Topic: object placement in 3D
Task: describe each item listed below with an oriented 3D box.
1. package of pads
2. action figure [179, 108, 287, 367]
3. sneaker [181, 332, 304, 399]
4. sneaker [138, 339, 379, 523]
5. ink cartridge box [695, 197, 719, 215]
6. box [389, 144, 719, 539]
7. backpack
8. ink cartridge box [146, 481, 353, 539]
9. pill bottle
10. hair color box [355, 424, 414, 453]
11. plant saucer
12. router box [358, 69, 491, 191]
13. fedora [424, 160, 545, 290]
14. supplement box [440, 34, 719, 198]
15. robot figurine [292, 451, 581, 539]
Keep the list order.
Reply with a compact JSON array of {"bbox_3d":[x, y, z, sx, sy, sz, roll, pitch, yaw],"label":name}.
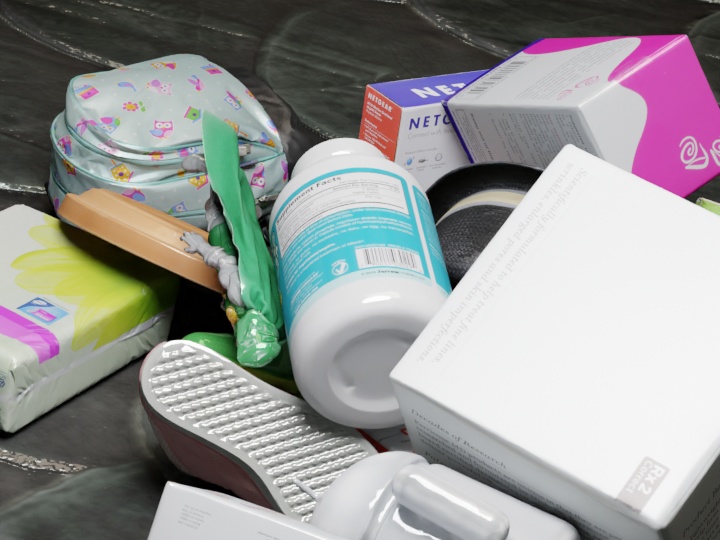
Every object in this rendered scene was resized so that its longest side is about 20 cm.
[{"bbox_3d":[-0.245,0.029,1.790,0.154,0.068,0.200,23,29,24],"label":"package of pads"},{"bbox_3d":[-0.081,-0.004,1.700,0.055,0.118,0.200,-24,38,6],"label":"action figure"},{"bbox_3d":[-0.050,0.051,1.768,0.200,0.084,0.074,-1,-16,-40],"label":"sneaker"},{"bbox_3d":[-0.059,0.120,1.657,0.200,0.075,0.105,36,-15,0],"label":"sneaker"},{"bbox_3d":[0.248,-0.003,1.917,0.199,0.076,0.148,21,-9,18],"label":"ink cartridge box"},{"bbox_3d":[0.159,0.065,1.537,0.200,0.131,0.199,28,67,26],"label":"box"},{"bbox_3d":[-0.151,-0.093,2.003,0.199,0.127,0.167,-13,36,-32],"label":"backpack"},{"bbox_3d":[-0.034,0.231,1.395,0.199,0.176,0.084,19,-3,18],"label":"ink cartridge box"},{"bbox_3d":[0.000,0.000,1.654,0.110,0.111,0.200,3,38,-12],"label":"pill bottle"},{"bbox_3d":[0.070,0.142,1.667,0.111,0.064,0.200,-11,34,-37],"label":"hair color box"},{"bbox_3d":[-0.123,-0.014,1.853,0.200,0.032,0.200,24,1,0],"label":"plant saucer"},{"bbox_3d":[0.084,-0.061,1.952,0.199,0.180,0.049,-11,31,-34],"label":"router box"},{"bbox_3d":[0.100,0.026,1.733,0.200,0.201,0.092,21,32,24],"label":"fedora"},{"bbox_3d":[0.160,-0.099,1.793,0.101,0.104,0.200,-33,16,-19],"label":"supplement box"},{"bbox_3d":[0.050,0.176,1.485,0.200,0.170,0.113,23,51,19],"label":"robot figurine"}]
